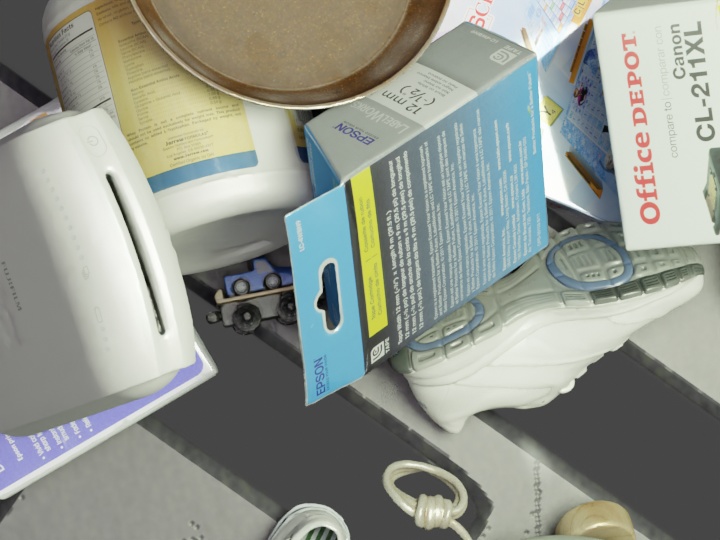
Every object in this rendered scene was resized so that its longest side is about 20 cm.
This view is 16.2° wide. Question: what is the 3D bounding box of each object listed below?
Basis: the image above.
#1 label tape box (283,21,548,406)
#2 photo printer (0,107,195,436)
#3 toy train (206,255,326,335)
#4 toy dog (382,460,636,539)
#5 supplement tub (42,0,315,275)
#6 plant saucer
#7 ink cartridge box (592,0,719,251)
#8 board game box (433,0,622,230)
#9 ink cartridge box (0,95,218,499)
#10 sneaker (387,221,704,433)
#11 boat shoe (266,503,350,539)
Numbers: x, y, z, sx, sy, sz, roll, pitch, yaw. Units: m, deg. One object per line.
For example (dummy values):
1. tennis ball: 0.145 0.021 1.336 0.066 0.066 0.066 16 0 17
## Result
1. label tape box: 0.018 -0.034 1.457 0.200 0.144 0.066 -33 45 -29
2. photo printer: -0.172 0.002 1.430 0.069 0.200 0.167 -20 91 -35
3. toy train: 0.000 0.000 1.564 0.200 0.034 0.046 -13 85 -5
4. toy dog: 0.091 0.202 1.534 0.199 0.132 0.096 12 125 1
5. supplement tub: -0.107 -0.110 1.499 0.144 0.145 0.200 -14 77 -4
6. plant saucer: -0.045 -0.184 1.439 0.200 0.034 0.201 3 77 -14
7. ink cartridge box: 0.244 -0.095 1.453 0.200 0.083 0.146 -6 103 19
8. board game box: 0.143 -0.137 1.575 0.199 0.041 0.200 23 86 -4
9. ink cartridge box: -0.220 0.027 1.546 0.200 0.047 0.198 -30 91 -3
10. sneaker: 0.117 0.035 1.551 0.200 0.075 0.087 -20 130 5
11. boat shoe: -0.064 0.235 1.533 0.073 0.067 0.200 19 86 -2
